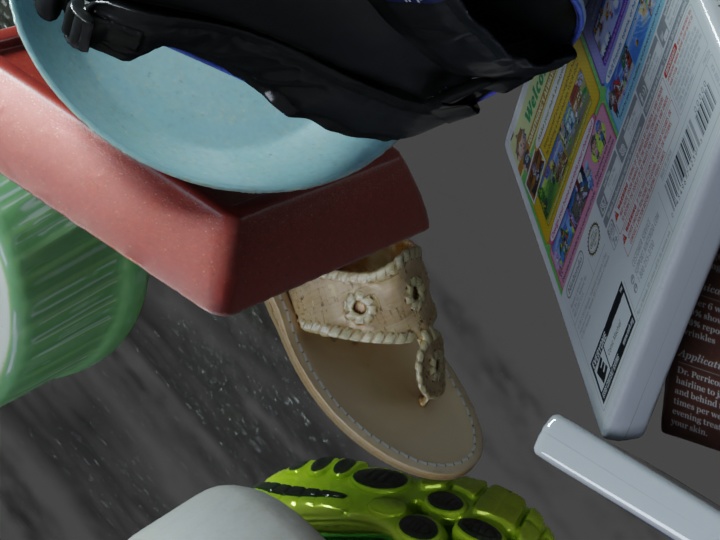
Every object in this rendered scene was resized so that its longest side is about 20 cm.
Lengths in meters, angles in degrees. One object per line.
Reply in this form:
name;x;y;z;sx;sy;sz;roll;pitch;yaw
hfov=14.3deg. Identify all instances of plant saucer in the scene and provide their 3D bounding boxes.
plant saucer;-0.084;-0.065;1.322;0.199;0.200;0.037;33;116;19
plant saucer;-0.064;-0.114;1.282;0.201;0.201;0.039;46;147;8

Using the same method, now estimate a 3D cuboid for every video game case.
video game case;0.113;-0.062;1.198;0.200;0.022;0.182;106;157;-44
video game case;0.181;0.131;1.251;0.200;0.182;0.023;31;90;20

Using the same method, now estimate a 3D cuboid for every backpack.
backpack;-0.002;-0.143;1.191;0.200;0.154;0.190;-16;142;37

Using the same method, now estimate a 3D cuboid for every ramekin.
ramekin;-0.218;-0.017;1.509;0.200;0.098;0.200;17;123;29

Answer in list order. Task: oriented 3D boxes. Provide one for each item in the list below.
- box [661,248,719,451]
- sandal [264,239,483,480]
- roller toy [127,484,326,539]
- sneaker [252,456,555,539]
box;0.191;-0.017;1.196;0.100;0.075;0.200;19;122;27
sandal;-0.004;0.002;1.373;0.212;0.078;0.070;53;140;9
roller toy;-0.070;0.214;1.419;0.182;0.140;0.200;36;148;40
sneaker;0.028;0.148;1.434;0.200;0.074;0.084;13;126;45
